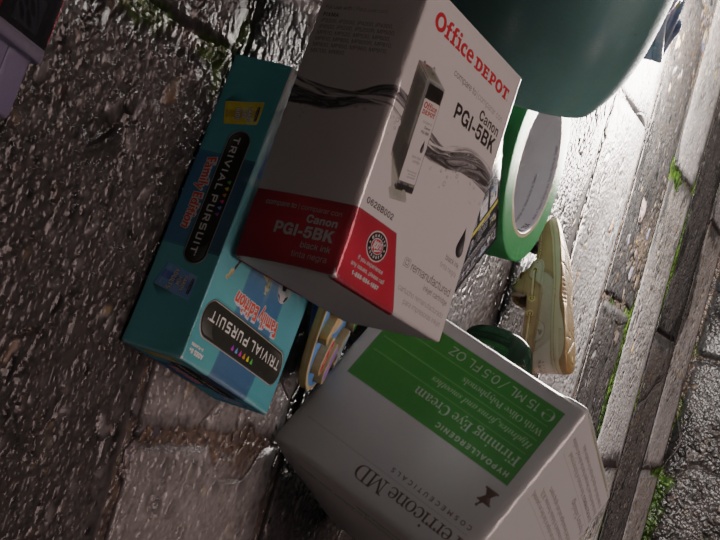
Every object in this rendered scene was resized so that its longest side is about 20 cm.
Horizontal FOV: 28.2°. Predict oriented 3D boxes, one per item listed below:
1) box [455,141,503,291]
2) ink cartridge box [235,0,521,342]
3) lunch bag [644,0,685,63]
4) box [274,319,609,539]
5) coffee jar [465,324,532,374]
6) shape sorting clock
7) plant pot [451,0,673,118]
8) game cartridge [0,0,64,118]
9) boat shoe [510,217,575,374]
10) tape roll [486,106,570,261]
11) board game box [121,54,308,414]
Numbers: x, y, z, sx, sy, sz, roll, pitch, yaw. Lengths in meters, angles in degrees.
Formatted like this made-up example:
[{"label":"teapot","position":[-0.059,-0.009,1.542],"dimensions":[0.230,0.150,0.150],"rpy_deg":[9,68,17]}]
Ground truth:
[{"label":"box","position":[0.072,-0.052,1.290],"dimensions":[0.200,0.049,0.162],"rpy_deg":[-48,148,-48]},{"label":"ink cartridge box","position":[0.018,-0.072,0.942],"dimensions":[0.147,0.083,0.201],"rpy_deg":[32,73,-54]},{"label":"lunch bag","position":[0.230,-0.299,1.353],"dimensions":[0.127,0.169,0.201],"rpy_deg":[59,47,-65]},{"label":"box","position":[0.072,0.164,1.184],"dimensions":[0.171,0.199,0.200],"rpy_deg":[-49,150,-13]},{"label":"coffee jar","position":[0.101,0.142,1.433],"dimensions":[0.200,0.085,0.105],"rpy_deg":[-44,145,-54]},{"label":"shape sorting clock","position":[0.000,0.000,1.101],"dimensions":[0.200,0.039,0.201],"rpy_deg":[20,90,-85]},{"label":"plant pot","position":[0.161,-0.226,1.216],"dimensions":[0.200,0.200,0.162],"rpy_deg":[-28,140,-61]},{"label":"game cartridge","position":[-0.165,-0.183,0.655],"dimensions":[0.130,0.038,0.201],"rpy_deg":[36,70,-62]},{"label":"boat shoe","position":[0.205,0.028,1.637],"dimensions":[0.074,0.069,0.201],"rpy_deg":[61,26,-51]},{"label":"tape roll","position":[0.161,-0.111,1.466],"dimensions":[0.200,0.048,0.201],"rpy_deg":[-47,145,-49]},{"label":"board game box","position":[-0.073,-0.019,0.962],"dimensions":[0.201,0.047,0.151],"rpy_deg":[-70,157,-12]}]
